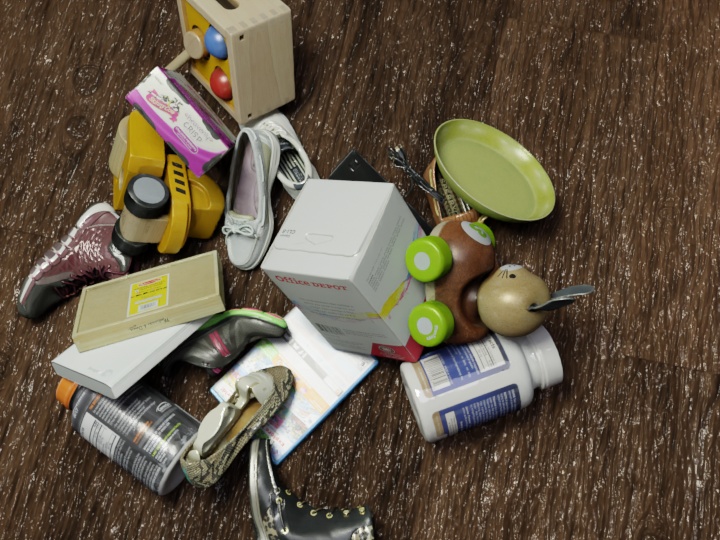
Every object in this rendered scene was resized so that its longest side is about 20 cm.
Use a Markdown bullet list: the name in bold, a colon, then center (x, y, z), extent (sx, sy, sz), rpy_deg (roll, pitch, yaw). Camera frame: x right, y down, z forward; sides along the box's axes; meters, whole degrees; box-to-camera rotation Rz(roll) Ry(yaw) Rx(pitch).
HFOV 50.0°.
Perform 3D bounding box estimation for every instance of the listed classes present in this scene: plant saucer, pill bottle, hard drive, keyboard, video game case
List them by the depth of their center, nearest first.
- **pill bottle**: center (0.160, 0.143, 1.026), extent (0.197, 0.111, 0.112), rpy_deg (-19, 74, -3)
- **pill bottle**: center (-0.309, 0.199, 1.032), extent (0.199, 0.106, 0.107), rpy_deg (33, 78, 11)
- **hard drive**: center (-0.294, 0.083, 1.032), extent (0.131, 0.027, 0.200), rpy_deg (11, 39, 35)
- **keyboard**: center (0.053, -0.093, 1.079), extent (0.200, 0.021, 0.127), rpy_deg (45, 117, -3)
- **video game case**: center (-0.092, 0.149, 1.084), extent (0.200, 0.018, 0.143), rpy_deg (-44, 77, -10)
- **plant saucer**: center (0.186, -0.137, 1.104), extent (0.197, 0.031, 0.202), rpy_deg (17, 44, -17)

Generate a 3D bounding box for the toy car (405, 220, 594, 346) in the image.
- **toy car**: center (0.180, 0.018, 0.959), extent (0.198, 0.164, 0.160), rpy_deg (3, 101, 33)

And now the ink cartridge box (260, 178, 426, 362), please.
- **ink cartridge box**: center (0.000, 0.000, 0.997), extent (0.144, 0.200, 0.146), rpy_deg (7, 60, 35)

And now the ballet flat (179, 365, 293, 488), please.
- **ballet flat**: center (-0.159, 0.186, 1.000), extent (0.067, 0.076, 0.200), rpy_deg (20, 57, 32)

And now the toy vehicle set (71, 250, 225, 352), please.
- **toy vehicle set**: center (-0.283, 0.038, 1.047), extent (0.197, 0.027, 0.125), rpy_deg (-16, 31, -2)

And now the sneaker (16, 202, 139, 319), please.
- **sneaker**: center (-0.391, 0.006, 1.111), extent (0.115, 0.076, 0.201), rpy_deg (33, 77, 8)

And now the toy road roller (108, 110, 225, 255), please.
- **toy road roller**: center (-0.280, -0.119, 1.117), extent (0.144, 0.123, 0.202), rpy_deg (4, 56, -29)

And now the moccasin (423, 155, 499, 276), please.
- **moccasin**: center (0.148, -0.071, 1.106), extent (0.073, 0.078, 0.204), rpy_deg (-14, 74, -4)

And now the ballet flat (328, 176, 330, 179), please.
- **ballet flat**: center (-0.041, -0.085, 1.127), extent (0.067, 0.062, 0.202), rpy_deg (25, 76, 9)

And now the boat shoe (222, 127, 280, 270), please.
- **boat shoe**: center (-0.163, -0.101, 1.105), extent (0.074, 0.065, 0.205), rpy_deg (17, 102, 24)

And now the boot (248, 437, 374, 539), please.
- **boot**: center (-0.064, 0.312, 1.009), extent (0.151, 0.074, 0.207), rpy_deg (-10, 77, -4)

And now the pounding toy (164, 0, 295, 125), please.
- **pounding toy**: center (-0.210, -0.328, 1.142), extent (0.141, 0.185, 0.200), rpy_deg (-30, 59, -24)

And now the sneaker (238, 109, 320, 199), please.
- **sneaker**: center (-0.122, -0.192, 1.156), extent (0.073, 0.071, 0.201), rpy_deg (-36, 73, -8)

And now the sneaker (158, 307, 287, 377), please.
- **sneaker**: center (-0.192, 0.103, 1.077), extent (0.197, 0.077, 0.085), rpy_deg (-14, 79, 10)

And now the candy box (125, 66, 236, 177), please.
- **candy box**: center (-0.238, -0.206, 1.065), extent (0.061, 0.200, 0.137), rpy_deg (-40, 103, 3)
